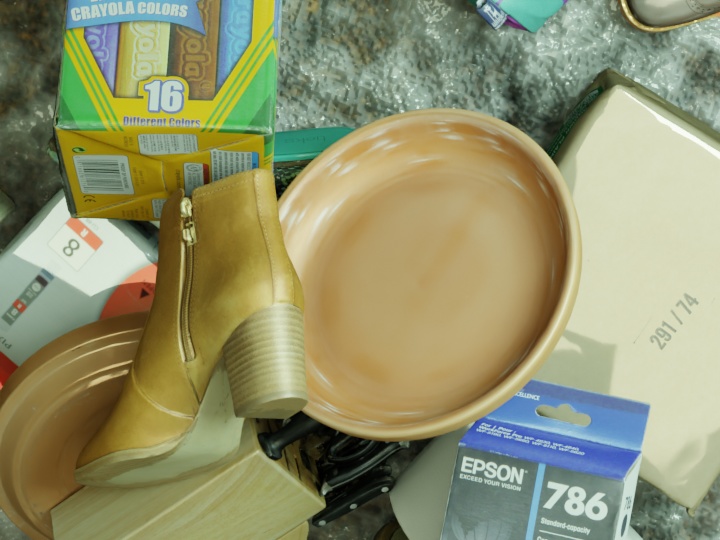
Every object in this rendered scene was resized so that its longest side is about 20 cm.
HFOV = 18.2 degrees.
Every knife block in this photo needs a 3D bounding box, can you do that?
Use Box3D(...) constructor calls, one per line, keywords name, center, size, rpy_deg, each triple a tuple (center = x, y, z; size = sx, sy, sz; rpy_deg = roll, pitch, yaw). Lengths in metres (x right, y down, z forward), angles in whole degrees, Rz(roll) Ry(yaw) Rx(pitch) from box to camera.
Box3D(name="knife block", center=(-0.077, 0.112, 1.334), size=(0.199, 0.064, 0.176), rpy_deg=(1, 128, -14))

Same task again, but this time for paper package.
Box3D(name="paper package", center=(0.174, 0.010, 1.366), size=(0.190, 0.103, 0.200), rpy_deg=(31, 101, -4))

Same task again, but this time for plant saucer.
Box3D(name="plant saucer", center=(0.033, 0.005, 1.271), size=(0.199, 0.037, 0.201), rpy_deg=(-10, 62, 20))
Box3D(name="plant saucer", center=(-0.130, 0.110, 1.382), size=(0.199, 0.032, 0.201), rpy_deg=(-7, 130, -9))

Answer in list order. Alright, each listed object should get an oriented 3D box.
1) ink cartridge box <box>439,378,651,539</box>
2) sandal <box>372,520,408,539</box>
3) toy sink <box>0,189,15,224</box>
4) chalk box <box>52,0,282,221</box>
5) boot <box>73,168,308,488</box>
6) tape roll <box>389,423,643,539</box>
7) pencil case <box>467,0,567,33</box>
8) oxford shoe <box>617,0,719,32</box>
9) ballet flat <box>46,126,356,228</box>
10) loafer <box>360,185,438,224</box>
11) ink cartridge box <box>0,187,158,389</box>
Box3D(name="ink cartridge box", center=(0.092, 0.161, 1.233), size=(0.099, 0.039, 0.201), rpy_deg=(10, 89, 19))
Box3D(name="sandal", center=(0.044, 0.258, 1.440), size=(0.054, 0.080, 0.201), rpy_deg=(-17, 105, 27))
Box3D(name="toy sink", center=(-0.297, -0.031, 1.324), size=(0.130, 0.200, 0.112), rpy_deg=(42, 100, -5))
Box3D(name="chalk box", center=(-0.106, -0.142, 1.316), size=(0.123, 0.125, 0.201), rpy_deg=(3, 66, -1))
Box3D(name="boot", center=(-0.101, 0.034, 1.280), size=(0.201, 0.071, 0.145), rpy_deg=(-30, 62, 42))
Box3D(name="tape roll", center=(0.112, 0.172, 1.351), size=(0.202, 0.202, 0.071), rpy_deg=(41, 100, -6))
Box3D(name="pencil case", center=(0.127, -0.235, 1.329), size=(0.092, 0.085, 0.200), rpy_deg=(34, 101, -34))
Box3D(name="oxford shoe", center=(0.243, -0.204, 1.337), size=(0.200, 0.073, 0.071), rpy_deg=(-31, 99, 8))
Box3D(name="ballet flat", center=(-0.094, -0.052, 1.384), size=(0.199, 0.074, 0.075), rpy_deg=(3, 101, 5))
Box3D(name="loafer", center=(0.000, 0.000, 1.356), size=(0.199, 0.070, 0.075), rpy_deg=(-6, 64, 27))
Box3D(name="ink cartridge box", center=(-0.184, 0.065, 1.415), size=(0.162, 0.050, 0.200), rpy_deg=(42, 96, -6))
